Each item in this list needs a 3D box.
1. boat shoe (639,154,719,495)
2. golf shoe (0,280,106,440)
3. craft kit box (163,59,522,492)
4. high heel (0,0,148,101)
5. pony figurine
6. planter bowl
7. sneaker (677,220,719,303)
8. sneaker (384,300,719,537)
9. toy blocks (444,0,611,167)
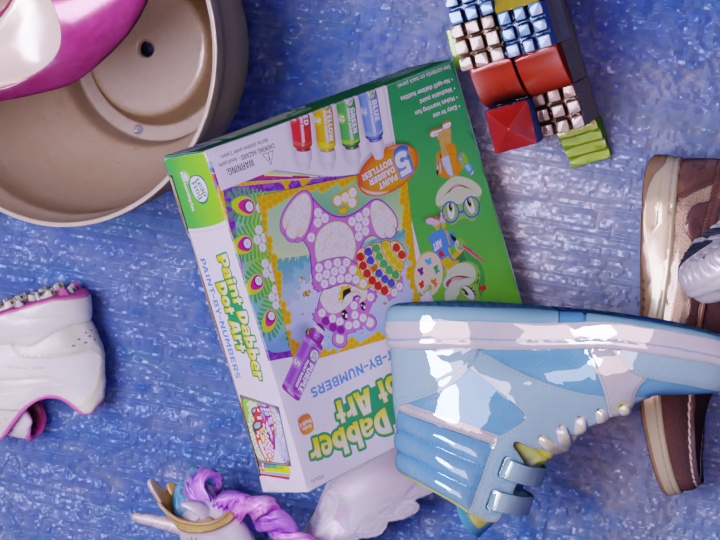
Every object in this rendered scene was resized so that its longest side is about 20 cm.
[{"bbox_3d":[0.201,0.033,1.324,0.072,0.072,0.200,1,92,14],"label":"boat shoe"},{"bbox_3d":[-0.252,0.075,1.430,0.200,0.075,0.092,-19,97,16],"label":"golf shoe"},{"bbox_3d":[0.000,0.000,1.297,0.048,0.200,0.198,-2,107,48],"label":"craft kit box"},{"bbox_3d":[-0.213,-0.123,1.238,0.200,0.096,0.067,-16,90,22],"label":"high heel"},{"bbox_3d":[-0.023,0.194,1.369,0.193,0.167,0.200,-15,110,22],"label":"pony figurine"},{"bbox_3d":[-0.148,-0.130,1.336,0.200,0.135,0.201,2,97,20],"label":"planter bowl"},{"bbox_3d":[0.285,0.011,1.279,0.199,0.079,0.130,-23,98,-15],"label":"sneaker"},{"bbox_3d":[0.110,0.086,1.264,0.200,0.080,0.131,4,91,6],"label":"sneaker"},{"bbox_3d":[0.084,-0.147,1.286,0.100,0.137,0.200,-15,95,14],"label":"toy blocks"}]
